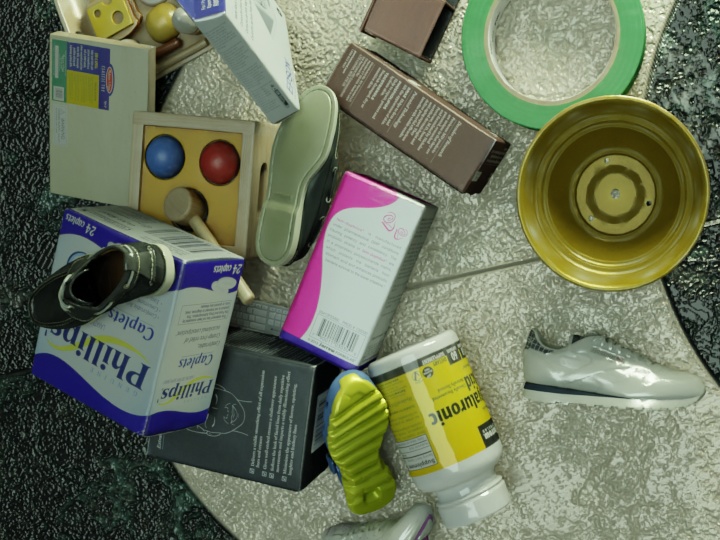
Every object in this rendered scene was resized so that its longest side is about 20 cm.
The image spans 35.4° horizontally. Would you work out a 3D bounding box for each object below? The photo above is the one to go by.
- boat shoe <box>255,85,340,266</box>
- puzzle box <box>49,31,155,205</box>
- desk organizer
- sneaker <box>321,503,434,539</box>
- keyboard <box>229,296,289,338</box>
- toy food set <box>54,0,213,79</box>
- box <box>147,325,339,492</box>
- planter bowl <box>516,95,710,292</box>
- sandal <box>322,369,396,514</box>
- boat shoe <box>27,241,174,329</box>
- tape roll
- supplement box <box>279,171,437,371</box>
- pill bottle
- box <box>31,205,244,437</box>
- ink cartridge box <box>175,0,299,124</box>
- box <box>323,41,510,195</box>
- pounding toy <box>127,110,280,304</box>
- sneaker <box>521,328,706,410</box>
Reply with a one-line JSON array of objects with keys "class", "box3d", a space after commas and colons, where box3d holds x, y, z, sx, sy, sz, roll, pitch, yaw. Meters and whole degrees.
[{"class": "boat shoe", "box3d": [-0.057, -0.101, 1.245, 0.074, 0.066, 0.202, 15, 94, 32]}, {"class": "puzzle box", "box3d": [-0.315, -0.182, 1.376, 0.131, 0.025, 0.203, 11, 112, 12]}, {"class": "desk organizer", "box3d": [0.081, -0.340, 1.256, 0.076, 0.072, 0.202, 27, 101, 11]}, {"class": "sneaker", "box3d": [0.006, 0.322, 1.302, 0.100, 0.075, 0.200, 48, 120, 15]}, {"class": "keyboard", "box3d": [-0.146, 0.061, 1.379, 0.197, 0.011, 0.057, 12, 97, 16]}, {"class": "toy food set", "box3d": [-0.267, -0.310, 1.367, 0.198, 0.060, 0.145, -24, 87, 16]}, {"class": "box", "box3d": [-0.136, 0.155, 1.329, 0.197, 0.107, 0.151, 11, 100, 15]}, {"class": "planter bowl", "box3d": [0.270, -0.082, 1.207, 0.197, 0.083, 0.204, 1, 94, 16]}, {"class": "sandal", "box3d": [-0.012, 0.186, 1.277, 0.079, 0.087, 0.202, -18, 132, -18]}, {"class": "boat shoe", "box3d": [-0.283, 0.015, 1.163, 0.198, 0.067, 0.073, -18, 83, 34]}, {"class": "tape roll", "box3d": [0.211, -0.254, 1.233, 0.197, 0.048, 0.204, 1, 94, 17]}, {"class": "supplement box", "box3d": [0.000, 0.000, 1.279, 0.100, 0.103, 0.202, 25, 99, 11]}, {"class": "pill bottle", "box3d": [0.093, 0.178, 1.262, 0.110, 0.111, 0.202, -23, 87, 17]}, {"class": "box", "box3d": [-0.248, 0.052, 1.243, 0.182, 0.104, 0.203, 22, 105, 29]}, {"class": "ink cartridge box", "box3d": [-0.139, -0.289, 1.218, 0.040, 0.200, 0.201, -27, 43, 15]}, {"class": "box", "box3d": [0.062, -0.168, 1.256, 0.199, 0.100, 0.075, 37, 103, 11]}, {"class": "pounding toy", "box3d": [-0.177, -0.076, 1.311, 0.181, 0.142, 0.203, 7, 95, 16]}, {"class": "sneaker", "box3d": [0.274, 0.109, 1.227, 0.197, 0.076, 0.082, 3, 85, 15]}]
